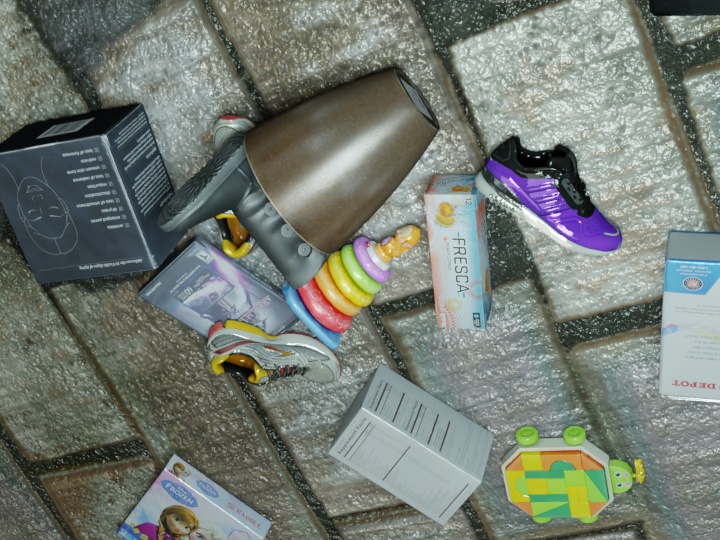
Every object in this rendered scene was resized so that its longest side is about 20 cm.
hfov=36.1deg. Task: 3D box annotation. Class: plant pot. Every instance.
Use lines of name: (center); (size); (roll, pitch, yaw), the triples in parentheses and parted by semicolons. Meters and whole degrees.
plant pot: (-0.008, -0.153, 1.360); (0.199, 0.187, 0.187); (-35, 105, 16)

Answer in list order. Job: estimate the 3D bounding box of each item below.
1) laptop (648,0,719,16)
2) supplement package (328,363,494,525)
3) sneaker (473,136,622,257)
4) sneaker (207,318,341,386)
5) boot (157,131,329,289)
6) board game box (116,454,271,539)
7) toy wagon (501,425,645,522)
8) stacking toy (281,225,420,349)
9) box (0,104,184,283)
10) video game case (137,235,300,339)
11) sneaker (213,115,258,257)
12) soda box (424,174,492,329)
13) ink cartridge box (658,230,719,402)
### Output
laptop: (0.412, -0.379, 1.172); (0.199, 0.116, 0.188); (-18, 116, -5)
supplement package: (0.074, 0.249, 1.591); (0.199, 0.110, 0.114); (33, 124, -3)
sneaker: (0.246, -0.097, 1.356); (0.199, 0.070, 0.100); (29, 122, -1)
sneaker: (-0.126, 0.137, 1.594); (0.198, 0.082, 0.078); (11, 133, -8)
boot: (-0.138, -0.050, 1.415); (0.165, 0.066, 0.200); (-45, 120, -9)
board game box: (-0.281, 0.430, 1.846); (0.199, 0.041, 0.200); (35, 124, -4)
toy wagon: (0.305, 0.295, 1.584); (0.199, 0.040, 0.156); (-4, 118, 21)
stacking toy: (0.000, 0.000, 1.486); (0.200, 0.116, 0.110); (-36, 107, 20)
box: (-0.373, -0.103, 1.515); (0.199, 0.124, 0.198); (-6, 116, 21)
video game case: (-0.198, 0.045, 1.582); (0.200, 0.019, 0.143); (36, 125, -24)
sneaker: (-0.159, -0.109, 1.465); (0.077, 0.082, 0.201); (2, 119, 16)
soda box: (0.130, -0.024, 1.441); (0.068, 0.064, 0.201); (2, 120, 17)
ink cartridge box: (0.449, 0.060, 1.372); (0.143, 0.085, 0.201); (4, 119, 17)
